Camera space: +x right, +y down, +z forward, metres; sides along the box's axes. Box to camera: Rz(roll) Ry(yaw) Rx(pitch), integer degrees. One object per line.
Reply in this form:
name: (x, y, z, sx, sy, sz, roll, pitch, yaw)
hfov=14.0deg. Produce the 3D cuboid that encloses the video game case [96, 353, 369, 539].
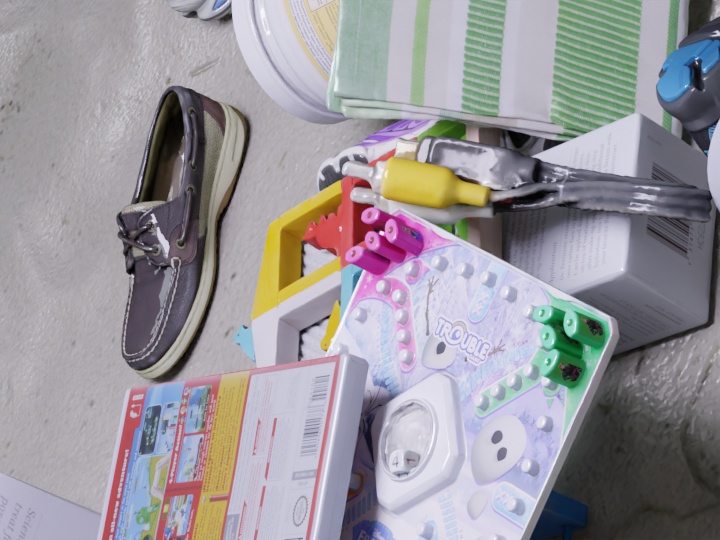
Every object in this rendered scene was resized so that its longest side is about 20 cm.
video game case: (-0.073, 0.122, 1.526, 0.199, 0.017, 0.144, -11, 64, 51)

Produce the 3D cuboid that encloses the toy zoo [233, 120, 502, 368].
toy zoo: (0.000, 0.000, 1.666, 0.199, 0.020, 0.132, -29, 44, 35)

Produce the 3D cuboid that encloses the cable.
cable: (0.093, -0.034, 1.537, 0.199, 0.097, 0.051, 14, 87, 25)

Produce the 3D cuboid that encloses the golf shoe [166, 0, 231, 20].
golf shoe: (-0.100, -0.280, 2.070, 0.078, 0.097, 0.201, -2, 63, 54)

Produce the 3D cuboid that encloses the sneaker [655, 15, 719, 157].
sneaker: (0.241, -0.133, 1.542, 0.200, 0.082, 0.073, -45, 22, -9)

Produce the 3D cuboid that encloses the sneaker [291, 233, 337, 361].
sneaker: (-0.007, 0.067, 1.708, 0.078, 0.079, 0.201, -24, 45, 38)

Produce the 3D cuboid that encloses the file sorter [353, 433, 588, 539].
file sorter: (-0.001, 0.180, 1.574, 0.199, 0.138, 0.123, -20, 54, 45)

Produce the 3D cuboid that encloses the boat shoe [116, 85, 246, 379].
boat shoe: (-0.133, -0.028, 1.960, 0.073, 0.065, 0.201, -14, 57, 46)

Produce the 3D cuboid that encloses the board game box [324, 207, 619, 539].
board game box: (0.023, 0.084, 1.459, 0.200, 0.026, 0.201, 29, 97, 53)

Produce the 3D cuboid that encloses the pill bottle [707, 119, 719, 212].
pill bottle: (0.258, -0.036, 1.405, 0.200, 0.112, 0.112, 22, 85, 57)

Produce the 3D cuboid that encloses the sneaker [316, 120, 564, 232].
sneaker: (0.063, -0.075, 1.728, 0.199, 0.081, 0.083, -7, 30, 39)

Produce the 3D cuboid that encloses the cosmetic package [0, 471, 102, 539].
cosmetic package: (-0.241, 0.217, 1.838, 0.200, 0.165, 0.166, 2, 69, 53)

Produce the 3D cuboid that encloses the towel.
towel: (0.086, -0.146, 1.642, 0.023, 0.199, 0.154, 112, 164, -72)

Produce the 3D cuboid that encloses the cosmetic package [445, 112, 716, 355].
cosmetic package: (0.100, -0.001, 1.625, 0.199, 0.071, 0.102, -21, 50, 44)

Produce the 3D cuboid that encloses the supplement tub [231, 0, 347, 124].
supplement tub: (0.032, -0.176, 1.776, 0.199, 0.145, 0.146, -21, 50, 43)
